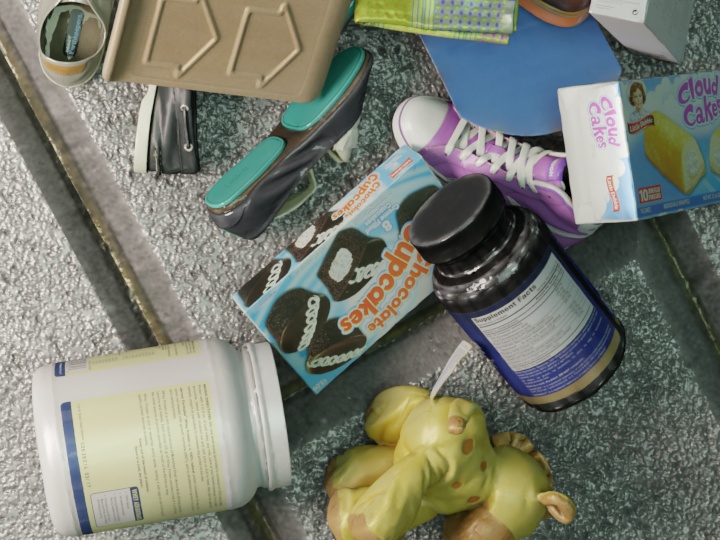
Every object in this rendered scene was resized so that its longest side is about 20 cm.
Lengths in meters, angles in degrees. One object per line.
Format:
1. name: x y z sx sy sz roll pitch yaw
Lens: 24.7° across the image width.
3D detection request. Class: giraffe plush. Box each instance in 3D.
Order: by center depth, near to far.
1. giraffe plush: 0.088 0.182 1.409 0.162 0.173 0.200 37 105 -20

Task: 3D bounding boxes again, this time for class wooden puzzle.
1. wooden puzzle: -0.098 -0.228 1.311 0.199 0.046 0.186 1 127 -28

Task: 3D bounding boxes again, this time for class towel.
1. towel: 0.070 -0.295 1.356 0.143 0.023 0.201 7 91 -1

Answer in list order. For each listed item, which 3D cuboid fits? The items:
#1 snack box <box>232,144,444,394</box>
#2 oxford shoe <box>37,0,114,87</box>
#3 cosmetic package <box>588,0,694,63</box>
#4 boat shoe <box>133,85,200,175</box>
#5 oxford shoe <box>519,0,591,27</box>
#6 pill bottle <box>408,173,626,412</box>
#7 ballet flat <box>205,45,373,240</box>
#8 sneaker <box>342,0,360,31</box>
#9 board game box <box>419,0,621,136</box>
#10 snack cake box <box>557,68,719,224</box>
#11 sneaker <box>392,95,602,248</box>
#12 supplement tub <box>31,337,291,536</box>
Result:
1. snack box: 0.000 0.000 1.419 0.200 0.037 0.116 -42 125 -4
2. oxford shoe: -0.236 -0.255 1.386 0.075 0.058 0.201 7 90 -6
3. cosmetic package: 0.248 -0.267 1.381 0.051 0.200 0.152 14 92 20
4. boat shoe: -0.144 -0.176 1.391 0.066 0.075 0.201 12 94 -2
5. oxford shoe: 0.119 -0.288 1.409 0.199 0.073 0.072 27 65 2
6. pill bottle: 0.131 0.017 1.398 0.112 0.112 0.200 -42 115 -4
7. ballet flat: -0.050 -0.104 1.420 0.073 0.073 0.200 43 81 -8
8. sneaker: -0.027 -0.269 1.398 0.120 0.084 0.201 18 98 -3
9. board game box: 0.127 -0.199 1.438 0.157 0.039 0.201 -20 72 -17
10. snack cake box: 0.259 -0.109 1.405 0.199 0.067 0.116 -13 97 -45
11. sneaker: 0.129 -0.097 1.410 0.200 0.114 0.073 32 70 -11
12. supplement tub: -0.165 0.136 1.373 0.199 0.145 0.146 -9 94 -7
